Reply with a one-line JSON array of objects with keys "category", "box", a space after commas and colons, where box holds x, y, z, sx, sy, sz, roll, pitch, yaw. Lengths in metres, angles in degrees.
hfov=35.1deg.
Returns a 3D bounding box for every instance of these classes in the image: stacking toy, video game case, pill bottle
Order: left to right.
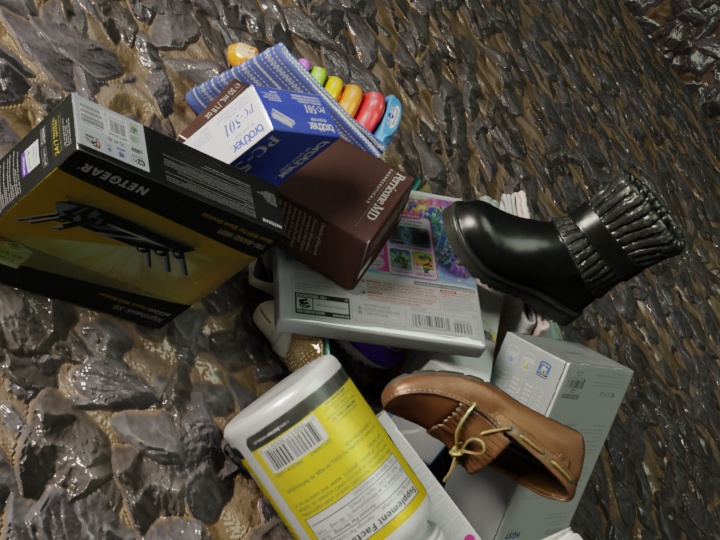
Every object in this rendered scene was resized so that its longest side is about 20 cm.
[{"category": "stacking toy", "box": [-0.062, -0.189, 1.253, 0.199, 0.110, 0.117, 35, 37, -14]}, {"category": "pill bottle", "box": [-0.013, 0.181, 0.937, 0.201, 0.114, 0.114, 56, 29, -3]}, {"category": "video game case", "box": [0.014, -0.009, 1.071, 0.198, 0.024, 0.183, 8, 50, -16]}]

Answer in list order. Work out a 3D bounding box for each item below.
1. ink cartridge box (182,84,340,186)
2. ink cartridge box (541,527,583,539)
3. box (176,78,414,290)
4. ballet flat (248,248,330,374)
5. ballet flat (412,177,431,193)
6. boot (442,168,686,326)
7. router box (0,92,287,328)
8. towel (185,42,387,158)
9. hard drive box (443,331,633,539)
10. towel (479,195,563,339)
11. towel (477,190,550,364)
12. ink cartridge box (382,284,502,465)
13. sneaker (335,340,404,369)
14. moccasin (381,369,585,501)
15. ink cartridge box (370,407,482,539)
[{"category": "ink cartridge box", "box": [-0.120, -0.075, 0.935, 0.094, 0.199, 0.045, -4, 64, -57]}, {"category": "ink cartridge box", "box": [0.111, 0.315, 0.906, 0.085, 0.199, 0.147, -6, 66, -57]}, {"category": "box", "box": [-0.063, -0.080, 1.033, 0.199, 0.075, 0.100, 30, 50, 6]}, {"category": "ballet flat", "box": [-0.072, 0.026, 1.066, 0.065, 0.071, 0.201, 5, 50, -21]}, {"category": "ballet flat", "box": [0.040, -0.049, 1.294, 0.071, 0.070, 0.200, 54, 30, -5]}, {"category": "boot", "box": [0.196, -0.042, 1.097, 0.210, 0.158, 0.080, 27, 39, -34]}, {"category": "router box", "box": [-0.180, -0.035, 0.852, 0.199, 0.157, 0.053, 22, 44, -45]}, {"category": "towel", "box": [-0.076, -0.144, 1.094, 0.145, 0.199, 0.024, 43, 63, -22]}, {"category": "hard drive box", "box": [0.176, 0.172, 1.141, 0.076, 0.202, 0.155, 26, 8, 37]}, {"category": "towel", "box": [0.205, 0.019, 1.440, 0.171, 0.048, 0.202, 41, 29, -60]}, {"category": "towel", "box": [0.156, 0.043, 1.274, 0.032, 0.192, 0.201, 6, 48, -10]}, {"category": "ink cartridge box", "box": [0.085, 0.084, 1.165, 0.067, 0.115, 0.201, 29, 34, -7]}, {"category": "sneaker", "box": [0.000, 0.000, 1.141, 0.201, 0.099, 0.069, 59, 32, 4]}, {"category": "moccasin", "box": [0.107, 0.149, 1.001, 0.200, 0.074, 0.078, 30, 51, -21]}, {"category": "ink cartridge box", "box": [0.056, 0.212, 1.039, 0.201, 0.037, 0.095, 56, -15, -6]}]
